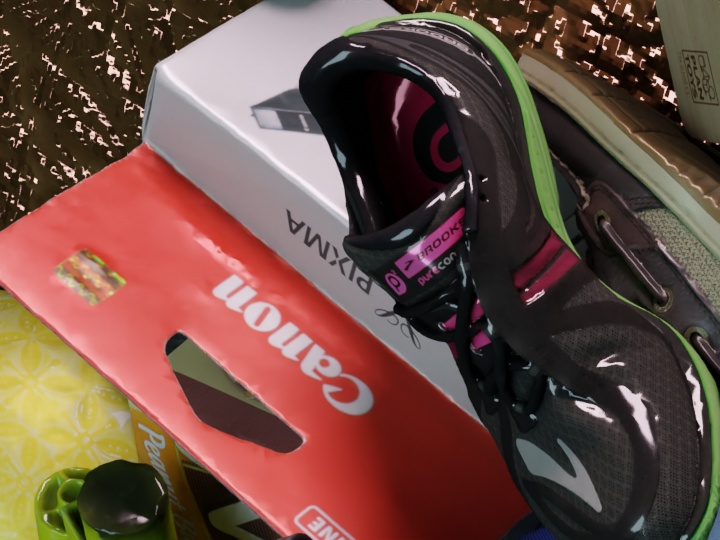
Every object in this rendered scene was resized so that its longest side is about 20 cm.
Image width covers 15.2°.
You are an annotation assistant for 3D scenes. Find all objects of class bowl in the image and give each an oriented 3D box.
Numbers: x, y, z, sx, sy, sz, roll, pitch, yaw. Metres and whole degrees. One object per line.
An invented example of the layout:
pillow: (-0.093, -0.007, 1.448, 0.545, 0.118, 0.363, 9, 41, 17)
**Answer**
bowl: (-0.166, 0.118, 1.107, 0.200, 0.108, 0.200, 23, 128, 33)

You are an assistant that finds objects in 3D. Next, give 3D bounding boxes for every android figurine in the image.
android figurine: (-0.063, 0.156, 0.957, 0.182, 0.041, 0.200, 55, 161, 32)

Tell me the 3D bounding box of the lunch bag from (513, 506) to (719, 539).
lunch bag: (0.088, 0.154, 0.851, 0.200, 0.094, 0.151, -32, 63, 32)

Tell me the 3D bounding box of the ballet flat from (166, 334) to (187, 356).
ballet flat: (-0.037, 0.016, 1.029, 0.200, 0.057, 0.066, 1, 134, 43)

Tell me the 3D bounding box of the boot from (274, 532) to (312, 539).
boot: (0.082, 0.131, 0.772, 0.174, 0.069, 0.200, -30, 95, 20)

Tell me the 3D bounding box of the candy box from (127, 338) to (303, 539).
candy box: (-0.017, 0.125, 1.011, 0.115, 0.055, 0.200, 22, 135, 30)

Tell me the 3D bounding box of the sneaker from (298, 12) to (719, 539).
sneaker: (0.037, 0.009, 0.812, 0.077, 0.084, 0.200, -45, 63, 31)

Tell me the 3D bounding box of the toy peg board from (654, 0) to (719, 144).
toy peg board: (0.156, -0.137, 0.765, 0.199, 0.098, 0.200, -158, 52, -70)

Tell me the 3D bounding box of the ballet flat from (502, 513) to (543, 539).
ballet flat: (0.086, 0.176, 0.975, 0.073, 0.073, 0.200, 10, 111, 35)

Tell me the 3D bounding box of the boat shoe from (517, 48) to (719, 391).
boat shoe: (0.102, -0.001, 0.852, 0.201, 0.072, 0.066, 44, 107, 40)

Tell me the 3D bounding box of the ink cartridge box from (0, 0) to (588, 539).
ink cartridge box: (0.000, 0.000, 0.898, 0.200, 0.174, 0.044, 40, 140, 19)
